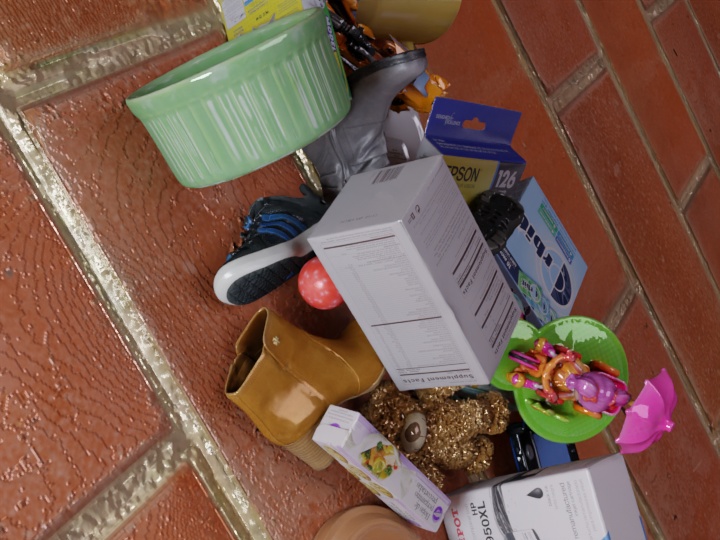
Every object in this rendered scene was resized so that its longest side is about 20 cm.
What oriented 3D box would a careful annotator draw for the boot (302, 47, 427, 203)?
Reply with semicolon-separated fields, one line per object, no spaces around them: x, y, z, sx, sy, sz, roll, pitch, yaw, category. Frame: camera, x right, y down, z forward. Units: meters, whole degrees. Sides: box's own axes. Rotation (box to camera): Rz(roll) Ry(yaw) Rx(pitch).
0.018;-0.142;1.095;0.070;0.200;0.132;-22;87;-45;boot

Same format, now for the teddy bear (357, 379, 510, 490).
0.087;0.173;1.103;0.200;0.145;0.067;36;5;-43;teddy bear

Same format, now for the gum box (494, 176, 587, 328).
0.241;-0.010;1.440;0.170;0.044;0.200;56;39;-17;gum box

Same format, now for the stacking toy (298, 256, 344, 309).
0.000;0.000;1.087;0.200;0.085;0.086;-23;91;-57;stacking toy

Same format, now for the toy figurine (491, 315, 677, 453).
0.249;0.124;1.103;0.200;0.184;0.151;25;87;-18;toy figurine

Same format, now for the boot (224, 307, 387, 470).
-0.048;0.079;1.006;0.144;0.071;0.201;51;45;-29;boot

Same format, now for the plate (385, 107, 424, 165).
0.034;-0.132;1.250;0.199;0.032;0.201;-1;74;-53;plate

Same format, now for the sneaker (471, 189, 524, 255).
0.131;-0.030;1.181;0.075;0.079;0.200;36;30;15;sneaker

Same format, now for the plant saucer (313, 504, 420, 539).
0.020;0.330;1.005;0.200;0.032;0.201;26;55;-43;plant saucer

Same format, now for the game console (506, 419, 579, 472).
0.275;0.204;1.293;0.200;0.118;0.171;3;70;-60;game console

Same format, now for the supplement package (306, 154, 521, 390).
0.058;0.007;1.006;0.200;0.114;0.110;60;41;-27;supplement package

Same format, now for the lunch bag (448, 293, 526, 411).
0.131;0.090;1.224;0.200;0.077;0.161;23;56;-44;lunch bag

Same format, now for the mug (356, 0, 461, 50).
0.031;-0.335;1.257;0.153;0.149;0.187;-16;77;-46;mug

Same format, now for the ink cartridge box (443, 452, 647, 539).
0.199;0.291;1.110;0.084;0.200;0.145;-5;77;-50;ink cartridge box

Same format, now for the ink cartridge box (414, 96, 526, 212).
0.124;-0.099;1.240;0.197;0.047;0.200;-3;120;-51;ink cartridge box

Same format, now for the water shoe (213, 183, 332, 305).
-0.094;-0.028;1.023;0.079;0.072;0.200;45;34;10;water shoe

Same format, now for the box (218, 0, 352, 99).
-0.079;-0.228;1.082;0.048;0.117;0.201;-2;75;-49;box

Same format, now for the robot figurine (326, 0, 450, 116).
0.001;-0.249;1.168;0.200;0.145;0.058;36;83;-27;robot figurine

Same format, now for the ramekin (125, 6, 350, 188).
-0.106;-0.157;0.953;0.200;0.200;0.098;-49;119;-50;ramekin

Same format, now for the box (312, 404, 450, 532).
0.025;0.198;1.013;0.200;0.041;0.039;50;61;-43;box
